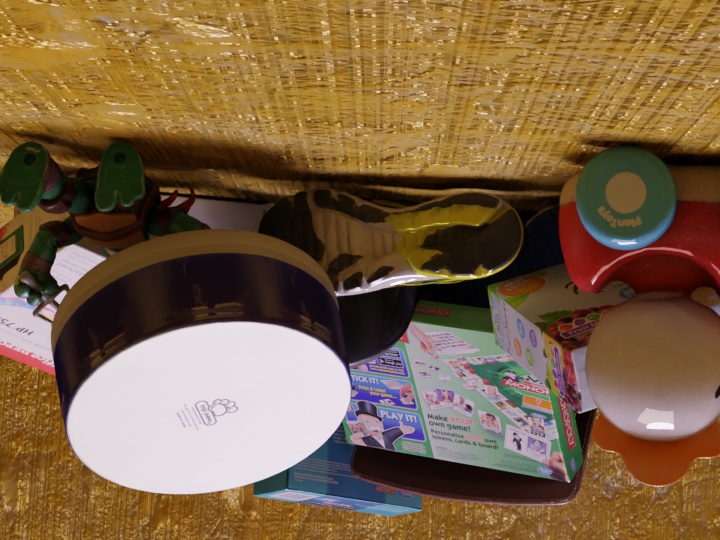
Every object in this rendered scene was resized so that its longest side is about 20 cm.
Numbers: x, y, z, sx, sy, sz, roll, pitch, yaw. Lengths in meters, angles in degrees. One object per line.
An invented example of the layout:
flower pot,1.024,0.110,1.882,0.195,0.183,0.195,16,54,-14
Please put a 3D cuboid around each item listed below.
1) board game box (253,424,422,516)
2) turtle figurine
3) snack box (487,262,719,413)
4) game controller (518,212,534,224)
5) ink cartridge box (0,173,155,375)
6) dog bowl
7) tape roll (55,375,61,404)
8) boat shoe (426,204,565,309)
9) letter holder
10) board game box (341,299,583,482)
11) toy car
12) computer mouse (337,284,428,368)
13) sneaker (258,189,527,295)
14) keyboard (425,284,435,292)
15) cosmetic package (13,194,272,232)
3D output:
board game box,-0.017,0.097,1.900,0.151,0.201,0.047,14,160,-40
turtle figurine,-0.173,-0.028,1.549,0.149,0.101,0.200,-17,157,3
snack box,0.207,0.026,1.567,0.199,0.053,0.142,-16,-159,-16
game controller,0.195,-0.016,1.776,0.199,0.042,0.104,4,175,-12
ink cartridge box,-0.234,0.016,1.728,0.116,0.068,0.200,25,138,-35
dog bowl,-0.108,0.065,1.539,0.199,0.079,0.201,-8,142,-7
tape roll,-0.169,0.074,1.883,0.037,0.204,0.202,0,174,41
boat shoe,0.126,0.014,1.702,0.072,0.073,0.200,-5,159,-40
letter holder,0.079,0.102,1.801,0.199,0.143,0.101,5,157,24
board game box,0.065,0.085,1.711,0.199,0.135,0.029,8,-143,31
toy car,0.208,0.035,1.411,0.176,0.201,0.184,3,176,7
computer mouse,0.000,0.000,1.693,0.138,0.053,0.200,-1,-148,19
sneaker,0.026,-0.016,1.608,0.199,0.075,0.085,2,176,20
keyboard,0.031,-0.014,1.904,0.104,0.040,0.200,18,-176,-10
cosmetic package,-0.174,-0.033,1.791,0.199,0.051,0.083,4,174,-10
